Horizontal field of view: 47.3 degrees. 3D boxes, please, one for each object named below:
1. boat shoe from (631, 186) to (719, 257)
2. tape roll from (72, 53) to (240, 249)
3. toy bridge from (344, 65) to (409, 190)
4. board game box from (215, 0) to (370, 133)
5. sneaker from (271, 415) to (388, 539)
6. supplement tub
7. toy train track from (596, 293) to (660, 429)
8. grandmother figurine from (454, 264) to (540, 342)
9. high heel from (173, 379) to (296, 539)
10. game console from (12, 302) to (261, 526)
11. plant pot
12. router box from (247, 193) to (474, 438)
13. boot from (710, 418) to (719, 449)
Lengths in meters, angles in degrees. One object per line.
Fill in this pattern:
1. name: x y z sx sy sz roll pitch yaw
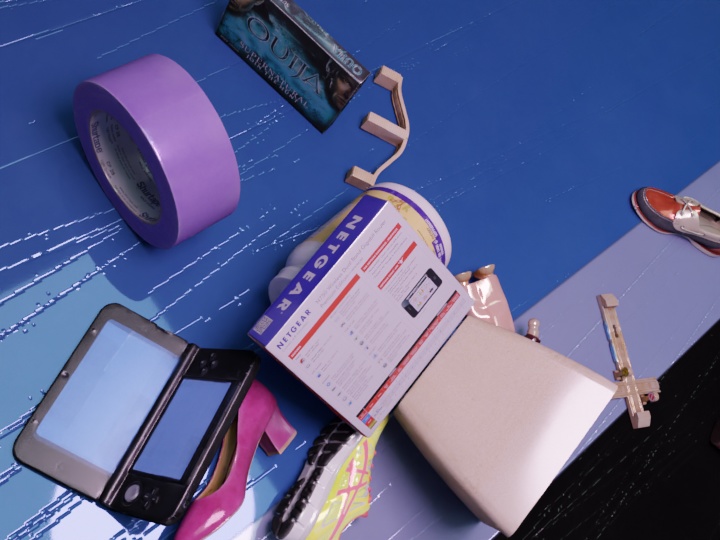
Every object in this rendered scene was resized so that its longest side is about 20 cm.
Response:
1. boat shoe: 0.532 -0.085 1.330 0.200 0.063 0.071 27 64 -12
2. tape roll: -0.228 -0.131 0.916 0.085 0.200 0.200 -33 87 -30
3. toy bridge: 0.034 -0.199 1.162 0.067 0.027 0.201 24 63 -18
4. board game box: -0.092 -0.284 1.073 0.200 0.135 0.028 42 60 -5
5. sneaker: -0.018 0.242 0.954 0.090 0.078 0.200 44 63 -17
6. supplement tub: 0.000 0.000 1.003 0.145 0.145 0.200 49 59 -1
7. toy train track: 0.390 0.128 1.201 0.114 0.033 0.201 -3 72 -26
8. grandmother figurine: 0.188 0.095 1.110 0.121 0.061 0.201 -17 81 -1
9. high heel: -0.154 0.205 0.895 0.096 0.067 0.200 52 54 -11
10. game console: -0.231 0.142 0.865 0.116 0.176 0.200 48 55 -35
11. plant pot: 0.148 0.167 0.968 0.177 0.200 0.200 38 80 7
12. router box: 0.008 0.051 0.893 0.200 0.049 0.180 -50 122 -11
13. boot: 0.646 0.253 1.254 0.200 0.064 0.187 38 73 -4
